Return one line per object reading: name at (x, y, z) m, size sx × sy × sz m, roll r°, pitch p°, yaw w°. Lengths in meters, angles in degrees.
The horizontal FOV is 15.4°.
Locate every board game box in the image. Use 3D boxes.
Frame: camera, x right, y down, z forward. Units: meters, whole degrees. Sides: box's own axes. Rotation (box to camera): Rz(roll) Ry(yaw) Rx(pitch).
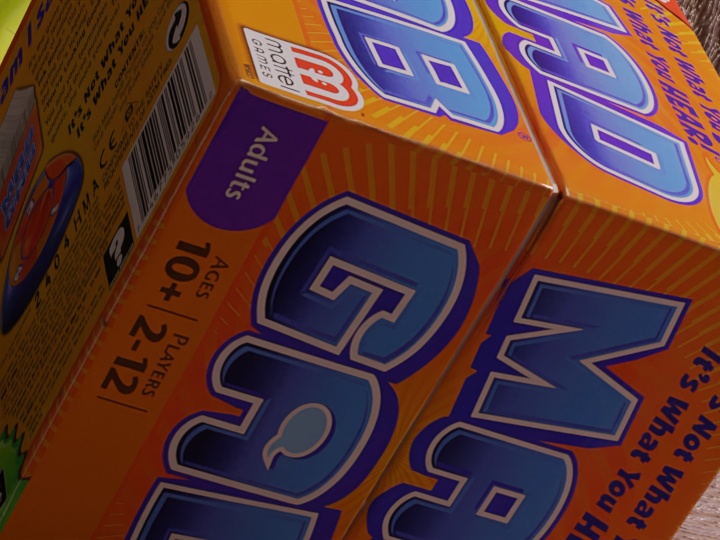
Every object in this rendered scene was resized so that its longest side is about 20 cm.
board game box at (-0.009, -0.002, 0.850) m, size 0.199 × 0.200 × 0.200 m, roll 17°, pitch 30°, yaw -24°

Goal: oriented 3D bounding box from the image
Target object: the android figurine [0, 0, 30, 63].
android figurine at (-0.206, -0.088, 1.219) m, size 0.182 × 0.200 × 0.041 m, roll 0°, pitch -47°, yaw 47°
